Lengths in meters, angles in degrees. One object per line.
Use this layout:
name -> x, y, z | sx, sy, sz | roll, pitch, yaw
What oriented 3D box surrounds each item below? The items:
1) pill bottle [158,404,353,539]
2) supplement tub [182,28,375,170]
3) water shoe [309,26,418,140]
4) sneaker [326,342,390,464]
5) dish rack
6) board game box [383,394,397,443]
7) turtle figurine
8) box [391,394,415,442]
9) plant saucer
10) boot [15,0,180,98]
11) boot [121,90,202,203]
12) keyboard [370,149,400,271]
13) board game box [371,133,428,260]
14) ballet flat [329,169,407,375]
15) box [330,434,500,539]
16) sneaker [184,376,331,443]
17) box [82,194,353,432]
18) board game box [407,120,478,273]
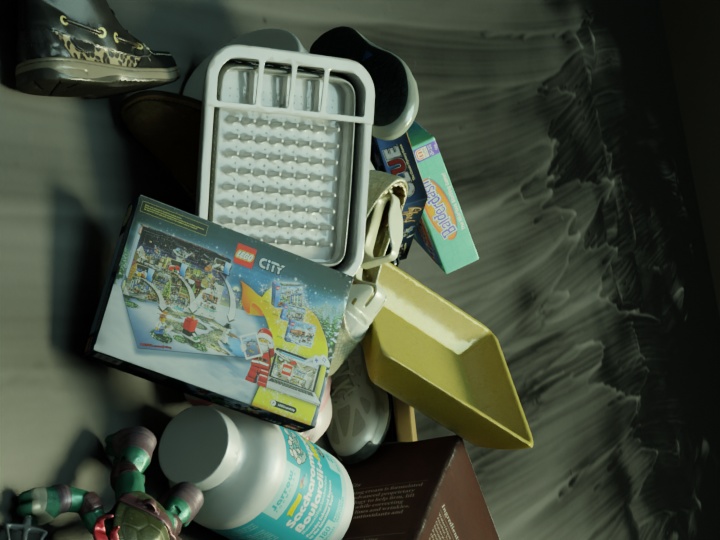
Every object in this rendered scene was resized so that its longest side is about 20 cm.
pill bottle -> -0.094, 0.182, 1.464 | 0.200, 0.110, 0.112 | 40, 45, -55
supplement tub -> -0.070, -0.116, 1.615 | 0.200, 0.131, 0.132 | 59, 31, -38
water shoe -> 0.016, -0.169, 1.616 | 0.079, 0.071, 0.200 | 56, 1, -37
sneaker -> -0.033, 0.089, 1.673 | 0.115, 0.075, 0.201 | 41, 32, -41
dish rack -> -0.073, -0.091, 1.481 | 0.171, 0.043, 0.202 | 3, 90, -33
board game box -> 0.008, 0.126, 1.823 | 0.103, 0.019, 0.202 | 21, 62, -61
turtle figurine -> -0.184, 0.209, 1.282 | 0.200, 0.100, 0.151 | -64, 138, -61
box -> 0.047, 0.152, 1.777 | 0.164, 0.021, 0.201 | -91, 175, -65
plant saucer -> 0.066, 0.085, 1.656 | 0.199, 0.048, 0.200 | 34, 22, -26
boot -> -0.225, -0.221, 1.396 | 0.200, 0.073, 0.152 | -11, 90, -60
boot -> -0.132, -0.086, 1.494 | 0.200, 0.073, 0.076 | 37, 44, -33
keyboard -> -0.024, -0.089, 1.743 | 0.040, 0.103, 0.201 | -19, 96, -69
board game box -> 0.024, -0.100, 1.783 | 0.200, 0.034, 0.136 | 105, -32, -72
ballet flat -> 0.000, 0.000, 1.555 | 0.067, 0.062, 0.201 | 31, 67, -54
box -> 0.026, 0.288, 1.616 | 0.165, 0.165, 0.200 | 68, 27, -22
sneaker -> -0.085, 0.124, 1.539 | 0.200, 0.075, 0.106 | -16, 102, -60
box -> -0.115, 0.038, 1.394 | 0.199, 0.038, 0.137 | 21, 69, -18
board game box -> 0.060, -0.100, 1.882 | 0.200, 0.045, 0.153 | -129, -164, -66
